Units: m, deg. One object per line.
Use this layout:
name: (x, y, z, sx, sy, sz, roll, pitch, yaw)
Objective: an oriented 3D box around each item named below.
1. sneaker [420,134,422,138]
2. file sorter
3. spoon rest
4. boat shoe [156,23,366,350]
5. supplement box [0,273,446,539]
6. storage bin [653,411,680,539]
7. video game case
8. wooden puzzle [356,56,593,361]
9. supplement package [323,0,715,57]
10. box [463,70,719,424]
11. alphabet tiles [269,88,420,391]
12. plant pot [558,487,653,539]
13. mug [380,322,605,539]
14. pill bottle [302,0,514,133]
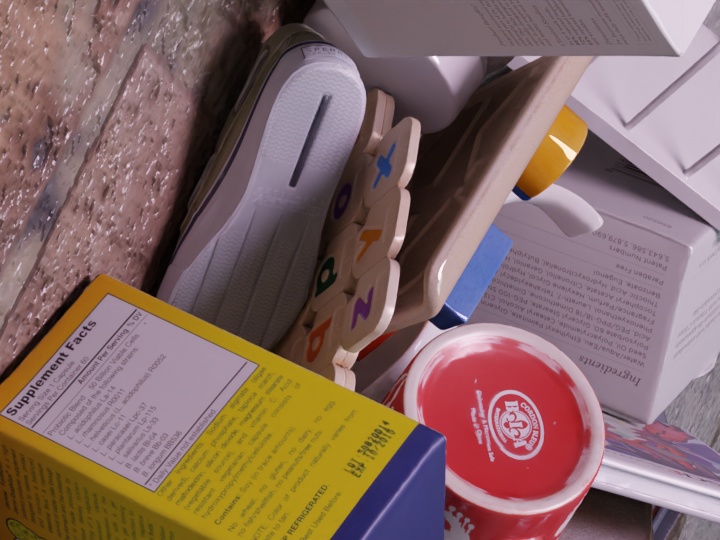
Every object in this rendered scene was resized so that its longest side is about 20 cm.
sneaker: (0.000, 0.000, 1.433, 0.200, 0.077, 0.078, -58, 160, -19)
file sorter: (0.199, -0.146, 1.467, 0.124, 0.200, 0.139, -41, -163, 43)
spoon rest: (0.045, 0.015, 1.380, 0.200, 0.061, 0.099, -42, -170, -22)
boat shoe: (-0.053, -0.032, 1.284, 0.201, 0.072, 0.062, -63, -155, 20)
supplement box: (-0.071, 0.106, 1.187, 0.109, 0.199, 0.110, -50, 154, -35)
storage bin: (0.119, 0.093, 1.678, 0.146, 0.199, 0.135, -52, 145, -35)
video game case: (0.144, 0.102, 1.470, 0.200, 0.182, 0.023, -142, -110, -73)
wooden puzzle: (0.049, -0.028, 1.312, 0.186, 0.046, 0.200, -57, -168, -25)
supplement package: (0.069, -0.202, 1.152, 0.152, 0.200, 0.151, 51, 60, -34)
box: (0.146, -0.026, 1.592, 0.199, 0.199, 0.131, -36, 142, -54)
alphabet tiles: (-0.019, 0.009, 1.289, 0.196, 0.015, 0.201, -39, -143, 55)
plant pot: (0.064, 0.178, 1.510, 0.200, 0.197, 0.201, -169, -90, -86)
mug: (0.058, 0.138, 1.299, 0.133, 0.178, 0.200, -33, 163, -33)
pill bottle: (0.058, -0.177, 1.338, 0.200, 0.113, 0.114, -57, 157, -26)
